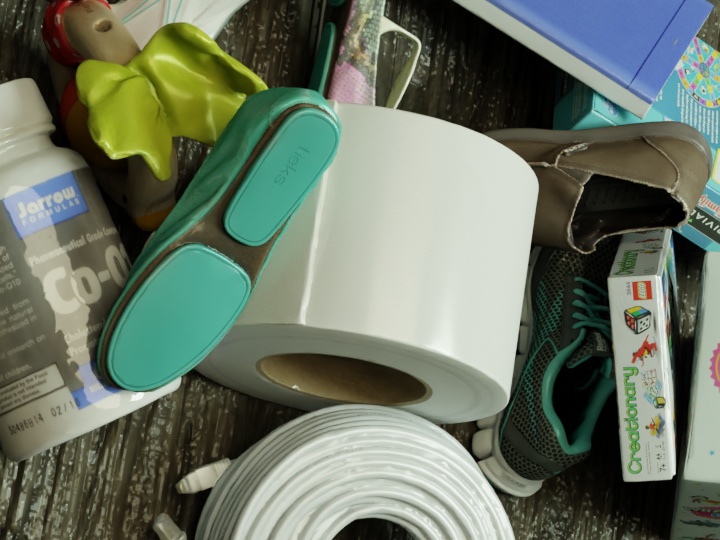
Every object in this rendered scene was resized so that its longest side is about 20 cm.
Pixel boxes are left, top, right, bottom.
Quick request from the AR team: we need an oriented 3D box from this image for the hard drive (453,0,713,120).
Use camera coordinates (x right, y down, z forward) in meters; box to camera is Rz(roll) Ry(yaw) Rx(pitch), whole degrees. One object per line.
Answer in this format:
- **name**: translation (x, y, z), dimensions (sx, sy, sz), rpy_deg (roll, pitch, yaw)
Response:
- **hard drive**: translation (0.126, -0.191, 1.718), dimensions (0.199, 0.025, 0.132), rpy_deg (33, 42, 3)

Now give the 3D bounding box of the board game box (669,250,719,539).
- **board game box**: translation (0.240, 0.088, 1.676), dimensions (0.064, 0.200, 0.148), rpy_deg (6, 74, 7)

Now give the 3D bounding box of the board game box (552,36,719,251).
- **board game box**: translation (0.223, -0.091, 1.763), dimensions (0.200, 0.047, 0.151), rpy_deg (32, 40, -19)

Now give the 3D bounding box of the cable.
- **cable**: translation (-0.001, 0.180, 1.574), dimensions (0.199, 0.069, 0.201), rpy_deg (-29, 103, -14)

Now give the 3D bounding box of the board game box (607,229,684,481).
- **board game box**: translation (0.183, 0.048, 1.655), dimensions (0.034, 0.200, 0.127), rpy_deg (-4, 99, 9)

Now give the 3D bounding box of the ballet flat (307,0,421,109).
- **ballet flat**: translation (0.006, -0.160, 1.655), dimensions (0.071, 0.069, 0.201), rpy_deg (7, 97, -13)

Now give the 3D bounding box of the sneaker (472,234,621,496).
- **sneaker**: translation (0.143, 0.050, 1.695), dimensions (0.077, 0.091, 0.201), rpy_deg (25, 68, -22)

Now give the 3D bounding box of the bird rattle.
- **bird rattle**: translation (-0.156, -0.111, 1.538), dimensions (0.112, 0.164, 0.200), rpy_deg (-30, 55, -28)

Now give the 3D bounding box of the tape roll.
- **tape roll**: translation (0.000, 0.000, 1.567), dimensions (0.202, 0.202, 0.140), rpy_deg (17, 72, -24)

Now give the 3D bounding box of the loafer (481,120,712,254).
- **loafer**: translation (0.124, -0.048, 1.662), dimensions (0.071, 0.199, 0.073), rpy_deg (-82, 156, -51)

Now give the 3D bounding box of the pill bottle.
- **pill bottle**: translation (-0.193, -0.002, 1.513), dimensions (0.113, 0.114, 0.201), rpy_deg (-25, 91, -30)

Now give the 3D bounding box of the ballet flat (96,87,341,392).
- **ballet flat**: translation (-0.083, -0.020, 1.473), dimensions (0.067, 0.070, 0.200), rpy_deg (34, 94, -27)

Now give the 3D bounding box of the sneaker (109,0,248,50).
- **sneaker**: translation (-0.092, -0.193, 1.604), dimensions (0.080, 0.070, 0.200), rpy_deg (44, 90, -3)
